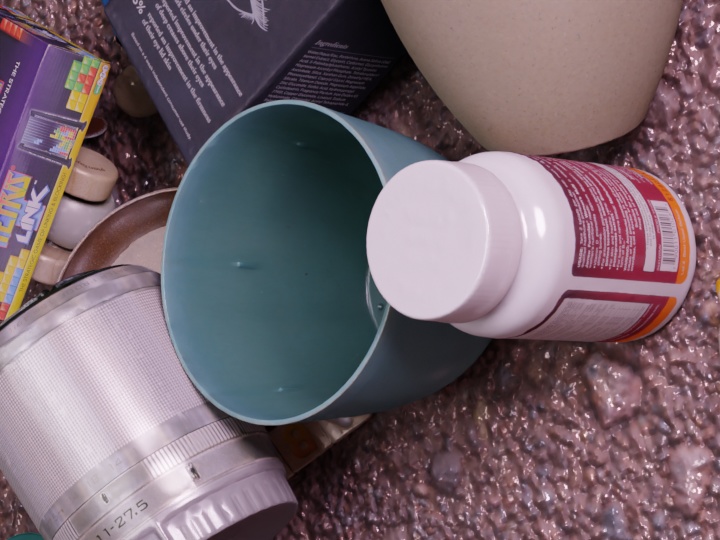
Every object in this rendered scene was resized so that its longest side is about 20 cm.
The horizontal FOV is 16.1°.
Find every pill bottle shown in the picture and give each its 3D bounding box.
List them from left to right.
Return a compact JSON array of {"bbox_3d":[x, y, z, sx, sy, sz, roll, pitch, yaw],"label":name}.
[{"bbox_3d":[0.101,-0.013,1.499,0.109,0.200,0.110,-3,85,41],"label":"pill bottle"}]

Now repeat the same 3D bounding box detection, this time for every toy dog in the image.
[{"bbox_3d":[-0.219,-0.069,1.884,0.132,0.096,0.200,-46,43,32],"label":"toy dog"}]

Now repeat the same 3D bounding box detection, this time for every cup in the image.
[{"bbox_3d":[0.110,-0.152,1.533,0.200,0.200,0.143,6,114,42],"label":"cup"}]

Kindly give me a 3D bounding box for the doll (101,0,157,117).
[{"bbox_3d":[-0.130,-0.201,1.825,0.136,0.048,0.200,33,109,29],"label":"doll"}]

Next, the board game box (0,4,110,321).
[{"bbox_3d":[-0.270,-0.083,1.827,0.165,0.057,0.200,31,102,55],"label":"board game box"}]

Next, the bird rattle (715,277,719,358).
[{"bbox_3d":[0.275,0.048,1.437,0.163,0.113,0.200,-20,86,51],"label":"bird rattle"}]

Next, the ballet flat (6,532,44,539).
[{"bbox_3d":[-0.198,0.255,1.840,0.200,0.067,0.064,24,132,43],"label":"ballet flat"}]

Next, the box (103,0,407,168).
[{"bbox_3d":[-0.053,-0.179,1.676,0.200,0.104,0.148,-44,61,30],"label":"box"}]

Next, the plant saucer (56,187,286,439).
[{"bbox_3d":[-0.119,0.043,1.762,0.200,0.032,0.201,-2,82,13],"label":"plant saucer"}]

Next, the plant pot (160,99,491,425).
[{"bbox_3d":[0.000,0.000,1.616,0.200,0.161,0.201,-5,83,42],"label":"plant pot"}]

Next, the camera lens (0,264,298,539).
[{"bbox_3d":[-0.153,0.109,1.656,0.160,0.160,0.200,-43,74,31],"label":"camera lens"}]

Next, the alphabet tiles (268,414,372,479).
[{"bbox_3d":[-0.117,0.091,1.736,0.200,0.008,0.167,-37,76,6],"label":"alphabet tiles"}]
